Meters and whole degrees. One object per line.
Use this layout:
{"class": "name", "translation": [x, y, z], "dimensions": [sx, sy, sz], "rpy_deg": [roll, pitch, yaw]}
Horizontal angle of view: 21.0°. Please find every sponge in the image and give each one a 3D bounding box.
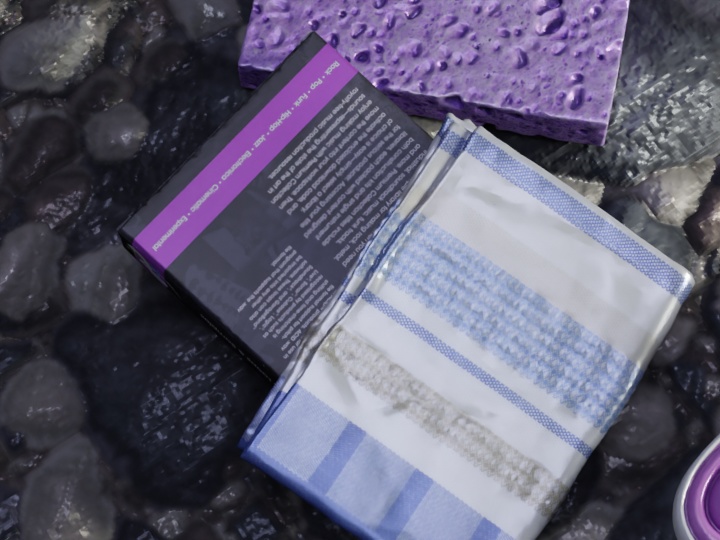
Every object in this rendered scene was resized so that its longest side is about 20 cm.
{"class": "sponge", "translation": [0.041, -0.135, 1.022], "dimensions": [0.198, 0.030, 0.113], "rpy_deg": [10, 69, 8]}

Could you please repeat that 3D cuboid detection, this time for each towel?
{"class": "towel", "translation": [0.051, 0.043, 0.917], "dimensions": [0.146, 0.024, 0.201], "rpy_deg": [33, 78, 3]}

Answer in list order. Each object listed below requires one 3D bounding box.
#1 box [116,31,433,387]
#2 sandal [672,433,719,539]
{"class": "box", "translation": [0.000, 0.000, 0.955], "dimensions": [0.200, 0.036, 0.143], "rpy_deg": [42, 77, 10]}
{"class": "sandal", "translation": [0.216, 0.053, 0.872], "dimensions": [0.082, 0.050, 0.203], "rpy_deg": [31, 74, 15]}
